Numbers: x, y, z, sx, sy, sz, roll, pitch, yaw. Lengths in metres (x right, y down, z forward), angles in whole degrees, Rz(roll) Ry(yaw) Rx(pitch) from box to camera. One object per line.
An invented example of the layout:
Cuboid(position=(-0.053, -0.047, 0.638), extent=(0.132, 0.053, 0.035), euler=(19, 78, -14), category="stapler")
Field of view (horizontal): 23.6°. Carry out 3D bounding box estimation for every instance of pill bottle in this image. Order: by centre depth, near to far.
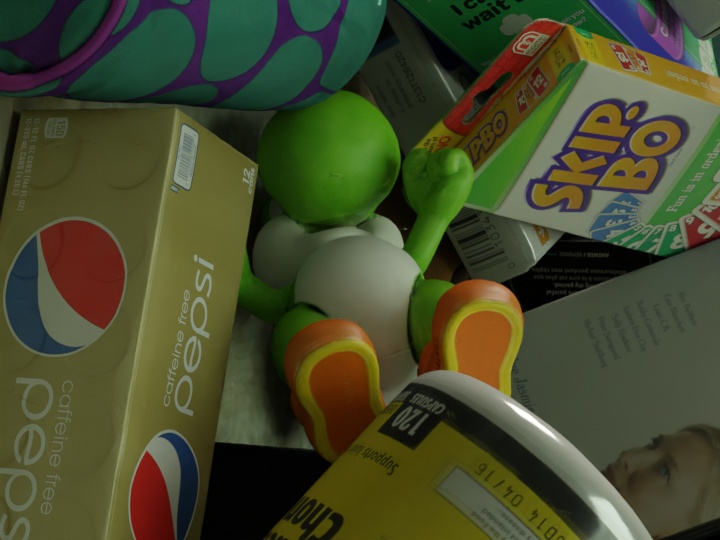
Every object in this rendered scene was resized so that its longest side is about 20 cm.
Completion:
Cuboid(position=(-0.003, 0.137, 0.559), extent=(0.200, 0.112, 0.112), euler=(-46, 140, -15), category="pill bottle")

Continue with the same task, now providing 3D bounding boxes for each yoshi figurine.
Cuboid(position=(-0.006, -0.013, 0.697), extent=(0.112, 0.112, 0.200), euler=(34, 11, -25), category="yoshi figurine")

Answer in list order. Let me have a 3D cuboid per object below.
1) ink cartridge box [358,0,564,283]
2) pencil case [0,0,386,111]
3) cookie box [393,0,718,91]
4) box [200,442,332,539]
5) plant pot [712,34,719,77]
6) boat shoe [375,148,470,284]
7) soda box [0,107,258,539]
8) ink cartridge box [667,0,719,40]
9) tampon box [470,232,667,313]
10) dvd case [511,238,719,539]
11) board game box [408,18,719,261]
Cuboid(position=(0.063, -0.116, 0.879), extent=(0.198, 0.047, 0.200), euler=(60, 31, -6), category="ink cartridge box")
Cuboid(position=(-0.068, -0.106, 0.631), extent=(0.200, 0.085, 0.092), euler=(-11, 116, -65), category="pencil case")
Cuboid(position=(0.084, -0.162, 0.827), extent=(0.200, 0.075, 0.171), euler=(35, 39, -36), category="cookie box")
Cuboid(position=(-0.013, 0.202, 0.730), extent=(0.197, 0.117, 0.200), euler=(52, 45, -54), category="box")
Cuboid(position=(0.198, -0.101, 1.063), extent=(0.141, 0.200, 0.141), euler=(3, 90, -65), category="plant pot")
Cuboid(position=(0.015, 0.006, 0.845), extent=(0.070, 0.070, 0.200), euler=(-61, -176, 42), category="boat shoe")
Cuboid(position=(-0.093, 0.047, 0.605), extent=(0.064, 0.068, 0.200), euler=(35, 61, -61), category="soda box")
Cuboid(position=(0.162, -0.226, 0.843), extent=(0.146, 0.083, 0.200), euler=(48, 31, -17), category="ink cartridge box")
Cuboid(position=(0.118, 0.067, 0.959), extent=(0.126, 0.150, 0.200), euler=(-26, 115, -60), category="tampon box")
Cuboid(position=(0.152, 0.059, 0.807), extent=(0.018, 0.200, 0.143), euler=(66, 4, -56), category="dvd case")
Cuboid(position=(0.124, -0.054, 0.786), extent=(0.200, 0.096, 0.030), euler=(14, 43, -36), category="board game box")
